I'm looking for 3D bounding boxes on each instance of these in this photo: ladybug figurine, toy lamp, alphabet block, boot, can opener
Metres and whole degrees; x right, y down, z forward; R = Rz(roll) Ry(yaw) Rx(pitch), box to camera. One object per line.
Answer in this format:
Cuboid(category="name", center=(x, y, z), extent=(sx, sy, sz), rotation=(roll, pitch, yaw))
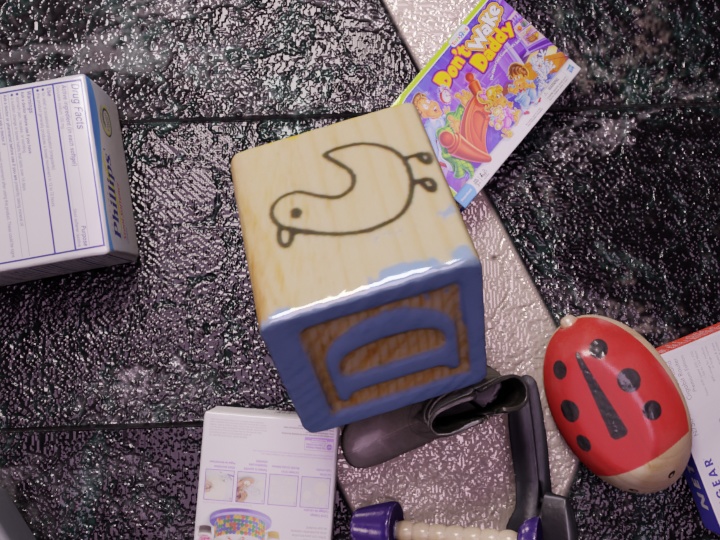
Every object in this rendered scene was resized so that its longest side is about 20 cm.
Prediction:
Cuboid(category="ladybug figurine", center=(0.260, 0.139, 0.788), extent=(0.135, 0.072, 0.202), rotation=(-36, 79, 23))
Cuboid(category="toy lamp", center=(0.085, 0.269, 0.779), extent=(0.196, 0.058, 0.060), rotation=(-2, 85, 20))
Cuboid(category="alphabet block", center=(0.000, 0.000, 0.718), extent=(0.191, 0.198, 0.203), rotation=(-16, 52, -3))
Cuboid(category="boot", center=(0.068, 0.147, 0.774), extent=(0.197, 0.131, 0.069), rotation=(-25, 86, -2))
Cuboid(category="can opener", center=(0.186, 0.214, 0.809), extent=(0.077, 0.063, 0.205), rotation=(-12, 76, 25))

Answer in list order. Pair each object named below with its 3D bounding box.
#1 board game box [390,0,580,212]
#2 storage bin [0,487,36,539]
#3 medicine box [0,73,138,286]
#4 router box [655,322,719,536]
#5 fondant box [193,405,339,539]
Cuboid(category="board game box", center=(0.127, -0.185, 0.842), extent=(0.134, 0.045, 0.201), rotation=(40, 87, 3))
Cuboid(category="storage bin", center=(-0.392, 0.324, 0.763), extent=(0.133, 0.146, 0.202), rotation=(-35, 87, -13))
Cuboid(category="medicine box", center=(-0.354, -0.087, 0.804), extent=(0.195, 0.103, 0.187), rotation=(-10, 86, -1))
Cuboid(category="router box", center=(0.423, 0.155, 0.817), extent=(0.176, 0.049, 0.204), rotation=(-21, 86, -2))
Cuboid(category="fondant box", center=(-0.098, 0.252, 0.803), extent=(0.141, 0.058, 0.205), rotation=(4, 85, 0))
